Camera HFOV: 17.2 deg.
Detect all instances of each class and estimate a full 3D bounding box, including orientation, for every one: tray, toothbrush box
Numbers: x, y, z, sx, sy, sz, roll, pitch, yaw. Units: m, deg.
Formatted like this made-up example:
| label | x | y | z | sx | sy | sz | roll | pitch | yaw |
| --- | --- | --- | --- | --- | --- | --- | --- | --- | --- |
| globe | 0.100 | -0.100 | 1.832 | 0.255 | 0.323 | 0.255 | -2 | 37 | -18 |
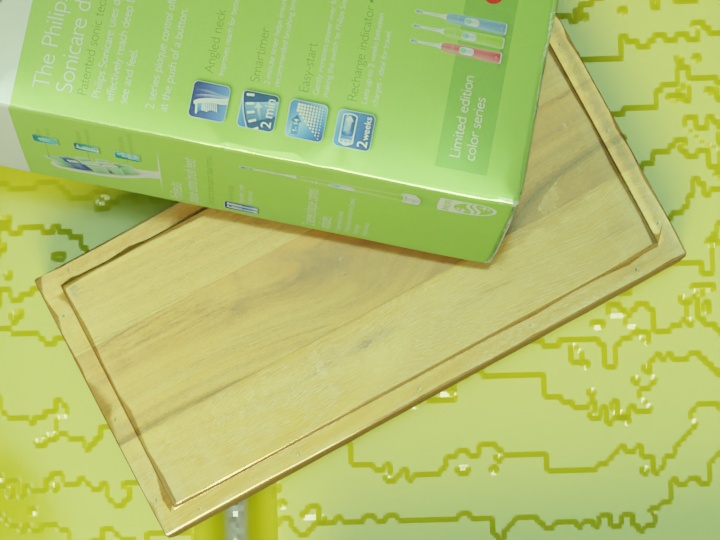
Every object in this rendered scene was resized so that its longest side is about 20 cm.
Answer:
| label | x | y | z | sx | sy | sz | roll | pitch | yaw |
| --- | --- | --- | --- | --- | --- | --- | --- | --- | --- |
| tray | 0.000 | 0.000 | 0.816 | 0.199 | 0.037 | 0.099 | -29 | 85 | -2 |
| toothbrush box | -0.037 | -0.098 | 0.761 | 0.199 | 0.086 | 0.147 | 11 | 78 | -2 |
